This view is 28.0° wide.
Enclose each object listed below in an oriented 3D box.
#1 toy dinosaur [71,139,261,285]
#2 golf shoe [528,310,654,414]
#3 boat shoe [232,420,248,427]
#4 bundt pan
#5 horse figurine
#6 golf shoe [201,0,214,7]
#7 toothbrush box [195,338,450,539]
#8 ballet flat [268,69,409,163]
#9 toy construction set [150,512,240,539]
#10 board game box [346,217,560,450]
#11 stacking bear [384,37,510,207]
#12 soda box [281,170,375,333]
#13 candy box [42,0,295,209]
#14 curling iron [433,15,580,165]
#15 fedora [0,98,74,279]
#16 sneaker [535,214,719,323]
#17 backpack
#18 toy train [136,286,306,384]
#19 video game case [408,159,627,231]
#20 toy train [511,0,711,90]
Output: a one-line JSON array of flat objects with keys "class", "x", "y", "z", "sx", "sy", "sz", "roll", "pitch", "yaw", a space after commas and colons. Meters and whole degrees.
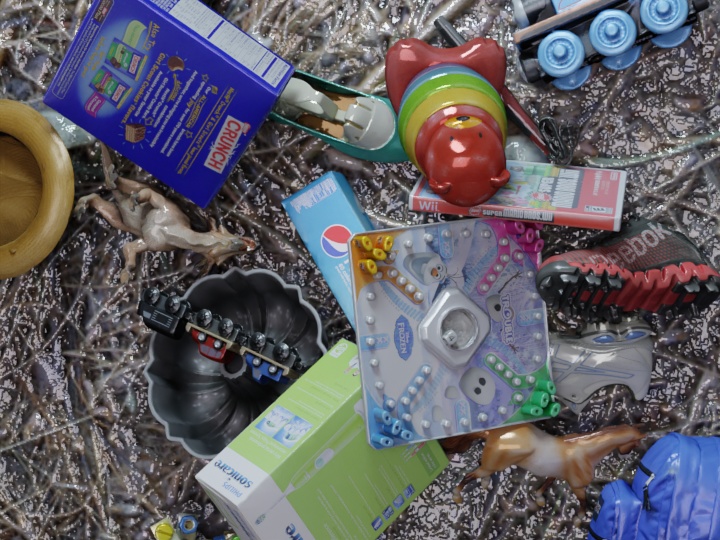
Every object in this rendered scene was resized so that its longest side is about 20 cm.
[{"class": "toy dinosaur", "x": -0.208, "y": -0.052, "z": 1.499, "sx": 0.200, "sy": 0.135, "sz": 0.086, "roll": 45, "pitch": 116, "yaw": 32}, {"class": "golf shoe", "x": 0.193, "y": 0.100, "z": 1.439, "sx": 0.199, "sy": 0.078, "sz": 0.098, "roll": -6, "pitch": 96, "yaw": 12}, {"class": "boat shoe", "x": -0.055, "y": 0.193, "z": 1.495, "sx": 0.199, "sy": 0.057, "sz": 0.067, "roll": 15, "pitch": 94, "yaw": 10}, {"class": "bundt pan", "x": -0.115, "y": 0.103, "z": 1.476, "sx": 0.201, "sy": 0.076, "sz": 0.203, "roll": -6, "pitch": 71, "yaw": 18}, {"class": "horse figurine", "x": 0.168, "y": 0.188, "z": 1.422, "sx": 0.199, "sy": 0.050, "sz": 0.133, "roll": 14, "pitch": 131, "yaw": -7}, {"class": "golf shoe", "x": -0.215, "y": -0.249, "z": 1.500, "sx": 0.077, "sy": 0.088, "sz": 0.201, "roll": 32, "pitch": 99, "yaw": 7}, {"class": "toothbrush box", "x": -0.033, "y": 0.189, "z": 1.375, "sx": 0.200, "sy": 0.086, "sz": 0.146, "roll": -44, "pitch": 124, "yaw": -19}, {"class": "ballet flat", "x": -0.024, "y": -0.159, "z": 1.472, "sx": 0.199, "sy": 0.070, "sz": 0.068, "roll": 19, "pitch": 91, "yaw": 9}, {"class": "toy construction set", "x": -0.151, "y": 0.350, "z": 1.501, "sx": 0.130, "sy": 0.092, "sz": 0.201, "roll": -3, "pitch": 100, "yaw": -13}, {"class": "board game box", "x": 0.092, "y": 0.055, "z": 1.349, "sx": 0.199, "sy": 0.026, "sz": 0.201, "roll": -7, "pitch": 94, "yaw": -22}, {"class": "stacking bear", "x": 0.090, "y": -0.130, "z": 1.360, "sx": 0.121, "sy": 0.200, "sz": 0.114, "roll": -1, "pitch": 120, "yaw": -4}, {"class": "soda box", "x": 0.000, "y": 0.000, "z": 1.474, "sx": 0.064, "sy": 0.068, "sz": 0.201, "roll": -30, "pitch": 86, "yaw": 9}, {"class": "candy box", "x": -0.190, "y": -0.185, "z": 1.440, "sx": 0.199, "sy": 0.077, "sz": 0.169, "roll": 35, "pitch": 125, "yaw": -5}, {"class": "curling iron", "x": 0.148, "y": -0.185, "z": 1.459, "sx": 0.200, "sy": 0.026, "sz": 0.050, "roll": 46, "pitch": 128, "yaw": 9}, {"class": "fedora", "x": -0.367, "y": -0.081, "z": 1.526, "sx": 0.199, "sy": 0.082, "sz": 0.202, "roll": -4, "pitch": 81, "yaw": 25}, {"class": "sneaker", "x": 0.249, "y": -0.005, "z": 1.390, "sx": 0.199, "sy": 0.071, "sz": 0.098, "roll": 0, "pitch": 54, "yaw": -24}, {"class": "backpack", "x": 0.304, "y": 0.253, "z": 1.369, "sx": 0.167, "sy": 0.163, "sz": 0.201, "roll": 15, "pitch": 92, "yaw": 0}, {"class": "toy train", "x": -0.142, "y": 0.069, "z": 1.437, "sx": 0.199, "sy": 0.034, "sz": 0.046, "roll": 22, "pitch": 85, "yaw": 25}, {"class": "video game case", "x": 0.157, "y": -0.078, "z": 1.405, "sx": 0.199, "sy": 0.143, "sz": 0.018, "roll": 6, "pitch": 112, "yaw": 11}, {"class": "toy train", "x": 0.239, "y": -0.257, "z": 1.416, "sx": 0.199, "sy": 0.087, "sz": 0.115, "roll": -22, "pitch": 78, "yaw": 13}]
